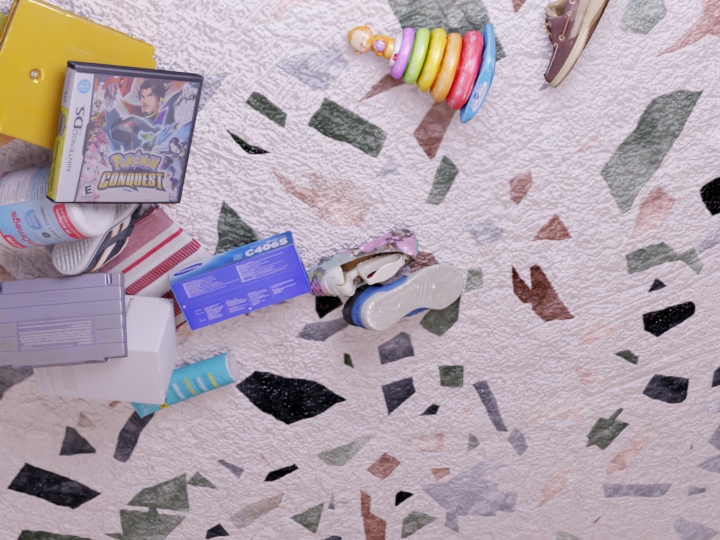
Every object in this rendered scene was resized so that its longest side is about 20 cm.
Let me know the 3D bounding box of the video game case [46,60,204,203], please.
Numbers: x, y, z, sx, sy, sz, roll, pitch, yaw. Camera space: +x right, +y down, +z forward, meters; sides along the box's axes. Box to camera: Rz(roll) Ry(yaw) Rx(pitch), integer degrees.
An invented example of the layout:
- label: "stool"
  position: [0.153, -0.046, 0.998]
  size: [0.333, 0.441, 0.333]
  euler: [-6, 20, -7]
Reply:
- label: "video game case"
  position: [-0.308, -0.177, 1.509]
  size: [0.199, 0.025, 0.182]
  euler: [-3, 113, -44]

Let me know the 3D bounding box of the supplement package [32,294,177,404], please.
- label: "supplement package"
  position: [-0.392, 0.117, 1.763]
  size: [0.198, 0.120, 0.122]
  euler: [5, 130, 1]

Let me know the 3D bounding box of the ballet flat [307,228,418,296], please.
- label: "ballet flat"
  position: [0.000, 0.000, 1.774]
  size: [0.199, 0.071, 0.069]
  euler: [-24, 129, 12]

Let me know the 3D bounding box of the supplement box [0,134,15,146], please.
- label: "supplement box"
  position: [-0.555, -0.177, 1.543]
  size: [0.199, 0.069, 0.067]
  euler: [-23, 128, 14]

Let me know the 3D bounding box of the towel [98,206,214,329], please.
- label: "towel"
  position: [-0.300, -0.002, 1.762]
  size: [0.143, 0.023, 0.200]
  euler: [-33, 129, 16]

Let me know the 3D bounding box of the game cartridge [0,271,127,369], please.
- label: "game cartridge"
  position: [-0.442, 0.074, 1.671]
  size: [0.198, 0.038, 0.131]
  euler: [-4, 87, 1]

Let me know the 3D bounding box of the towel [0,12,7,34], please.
- label: "towel"
  position: [-0.494, -0.229, 1.472]
  size: [0.086, 0.018, 0.200]
  euler: [40, 92, -11]

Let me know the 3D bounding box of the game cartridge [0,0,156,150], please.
- label: "game cartridge"
  position: [-0.380, -0.241, 1.482]
  size: [0.199, 0.032, 0.177]
  euler: [17, 105, -36]

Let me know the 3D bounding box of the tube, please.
- label: "tube"
  position: [-0.300, 0.190, 1.914]
  size: [0.198, 0.051, 0.078]
  euler: [-20, 118, 14]

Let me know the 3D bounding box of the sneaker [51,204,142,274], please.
- label: "sneaker"
  position: [-0.364, -0.080, 1.652]
  size: [0.200, 0.078, 0.079]
  euler: [-49, 165, 14]

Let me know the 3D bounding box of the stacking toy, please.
- label: "stacking toy"
  position: [0.078, -0.287, 1.533]
  size: [0.198, 0.110, 0.117]
  euler: [16, 130, -7]

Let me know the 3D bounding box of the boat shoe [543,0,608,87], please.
- label: "boat shoe"
  position: [0.282, -0.339, 1.539]
  size: [0.072, 0.072, 0.201]
  euler: [29, 138, 7]

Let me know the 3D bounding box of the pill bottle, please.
- label: "pill bottle"
  position: [-0.448, -0.089, 1.586]
  size: [0.198, 0.109, 0.109]
  euler: [-8, 134, 22]

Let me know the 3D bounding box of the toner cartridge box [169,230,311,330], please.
- label: "toner cartridge box"
  position: [-0.184, 0.016, 1.754]
  size: [0.198, 0.043, 0.096]
  euler: [-18, 123, 2]

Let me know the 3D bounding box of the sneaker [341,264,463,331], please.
- label: "sneaker"
  position: [0.062, 0.040, 1.825]
  size: [0.199, 0.111, 0.077]
  euler: [-25, 106, -29]
